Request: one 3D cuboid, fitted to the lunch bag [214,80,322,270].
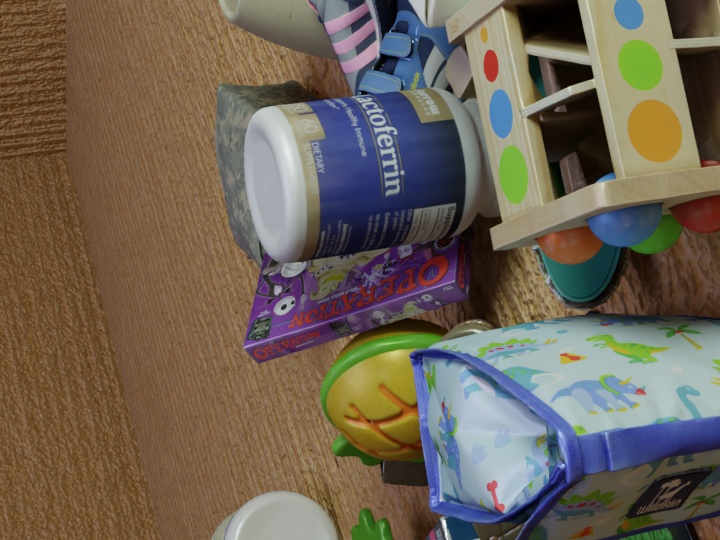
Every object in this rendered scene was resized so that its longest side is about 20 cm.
[{"bbox_3d":[-0.087,-0.090,1.475,0.164,0.117,0.201,-138,47,-61],"label":"lunch bag"}]

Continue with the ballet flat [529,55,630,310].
[{"bbox_3d":[0.140,-0.072,0.901,0.064,0.075,0.201,26,-125,-74],"label":"ballet flat"}]

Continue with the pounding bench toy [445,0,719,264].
[{"bbox_3d":[0.128,-0.081,0.790,0.200,0.124,0.157,156,104,-66],"label":"pounding bench toy"}]

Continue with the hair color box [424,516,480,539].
[{"bbox_3d":[0.084,0.284,1.163,0.200,0.060,0.100,111,146,-58],"label":"hair color box"}]

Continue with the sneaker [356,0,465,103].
[{"bbox_3d":[0.040,-0.156,1.115,0.074,0.082,0.201,-153,59,-69],"label":"sneaker"}]

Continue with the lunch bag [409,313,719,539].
[{"bbox_3d":[0.143,0.088,0.773,0.200,0.169,0.128,165,96,-70],"label":"lunch bag"}]

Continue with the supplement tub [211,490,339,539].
[{"bbox_3d":[-0.115,0.363,1.721,0.200,0.144,0.146,131,128,-67],"label":"supplement tub"}]

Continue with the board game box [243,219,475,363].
[{"bbox_3d":[0.000,0.000,1.115,0.032,0.199,0.120,48,-145,-39],"label":"board game box"}]

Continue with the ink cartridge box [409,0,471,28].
[{"bbox_3d":[0.075,-0.247,0.862,0.083,0.146,0.200,98,156,-44],"label":"ink cartridge box"}]

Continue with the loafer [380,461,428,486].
[{"bbox_3d":[0.023,0.134,1.321,0.200,0.067,0.076,-125,31,-53],"label":"loafer"}]

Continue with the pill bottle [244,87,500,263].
[{"bbox_3d":[0.022,-0.075,1.018,0.116,0.199,0.116,170,90,-71],"label":"pill bottle"}]

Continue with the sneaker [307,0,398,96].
[{"bbox_3d":[-0.004,-0.214,1.173,0.082,0.070,0.200,21,140,23],"label":"sneaker"}]

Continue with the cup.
[{"bbox_3d":[-0.056,-0.284,1.248,0.200,0.143,0.201,171,90,-72],"label":"cup"}]

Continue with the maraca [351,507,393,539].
[{"bbox_3d":[0.025,0.338,1.347,0.137,0.107,0.201,5,103,64],"label":"maraca"}]

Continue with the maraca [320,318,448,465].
[{"bbox_3d":[0.034,0.113,1.153,0.200,0.136,0.107,94,175,-54],"label":"maraca"}]

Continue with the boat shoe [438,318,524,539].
[{"bbox_3d":[0.112,0.132,1.056,0.068,0.072,0.201,-35,-69,-70],"label":"boat shoe"}]

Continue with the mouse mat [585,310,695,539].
[{"bbox_3d":[0.175,0.148,0.968,0.161,0.007,0.201,110,146,-56],"label":"mouse mat"}]
